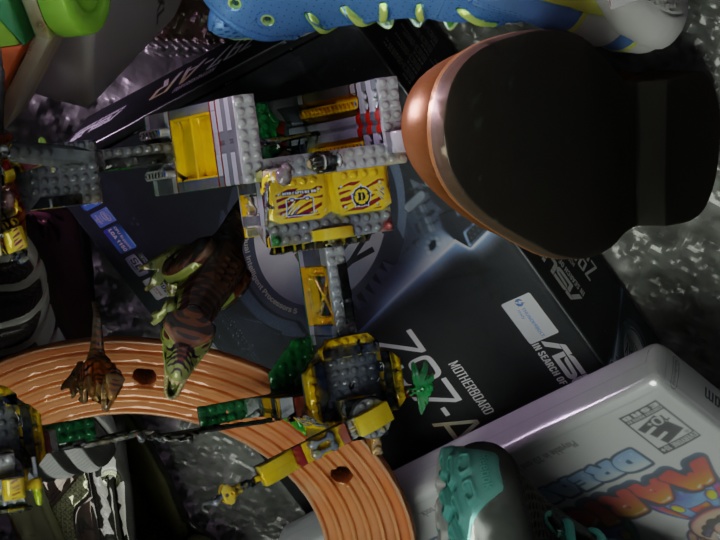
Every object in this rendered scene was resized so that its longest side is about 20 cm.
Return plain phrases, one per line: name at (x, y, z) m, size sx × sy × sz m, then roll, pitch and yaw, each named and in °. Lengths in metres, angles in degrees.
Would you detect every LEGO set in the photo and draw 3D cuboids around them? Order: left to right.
LEGO set at (-0.060, 0.005, 0.891) m, size 0.116 × 0.200 × 0.154 m, roll 177°, pitch 93°, yaw -69°

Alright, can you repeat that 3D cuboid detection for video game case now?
video game case at (0.099, 0.118, 1.048) m, size 0.182 × 0.024 × 0.200 m, roll 38°, pitch 133°, yaw -27°

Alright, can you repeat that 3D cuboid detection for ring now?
ring at (-0.077, 0.099, 1.032) m, size 0.200 × 0.019 × 0.200 m, roll 4°, pitch 128°, yaw 5°

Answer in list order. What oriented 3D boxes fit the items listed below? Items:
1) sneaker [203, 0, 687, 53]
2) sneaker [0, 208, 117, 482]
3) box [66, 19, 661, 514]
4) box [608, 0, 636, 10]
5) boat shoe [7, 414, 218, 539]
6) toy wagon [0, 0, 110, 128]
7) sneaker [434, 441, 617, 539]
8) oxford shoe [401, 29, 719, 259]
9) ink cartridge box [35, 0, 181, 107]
sneaker at (0.008, -0.112, 0.920) m, size 0.200 × 0.076 × 0.105 m, roll 31°, pitch 127°, yaw -8°
sneaker at (-0.147, -0.011, 1.028) m, size 0.076 × 0.116 × 0.200 m, roll -10°, pitch 144°, yaw 5°
box at (0.000, 0.000, 1.031) m, size 0.160 × 0.044 × 0.200 m, roll -24°, pitch 111°, yaw 34°
box at (0.113, -0.197, 0.809) m, size 0.156 × 0.041 × 0.200 m, roll -21°, pitch 114°, yaw 7°
boat shoe at (-0.086, 0.136, 1.144) m, size 0.066 × 0.072 × 0.201 m, roll -13°, pitch 121°, yaw 23°
toy wagon at (-0.177, -0.135, 0.907) m, size 0.155 × 0.040 × 0.200 m, roll -5°, pitch 121°, yaw 26°
sneaker at (0.086, 0.121, 0.996) m, size 0.091 × 0.078 × 0.200 m, roll -15°, pitch 140°, yaw 11°
oxford shoe at (0.053, -0.041, 0.891) m, size 0.071 × 0.200 × 0.071 m, roll 6°, pitch 91°, yaw 26°
ink cartridge box at (-0.166, -0.159, 0.967) m, size 0.200 × 0.084 × 0.146 m, roll 16°, pitch 127°, yaw 14°
